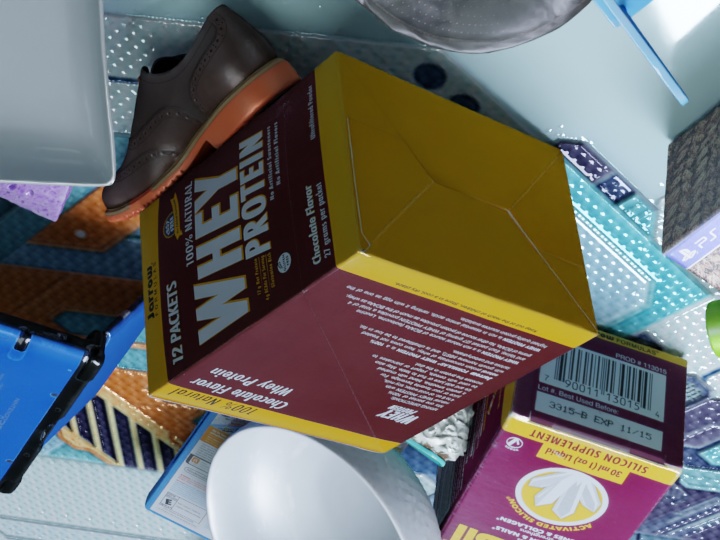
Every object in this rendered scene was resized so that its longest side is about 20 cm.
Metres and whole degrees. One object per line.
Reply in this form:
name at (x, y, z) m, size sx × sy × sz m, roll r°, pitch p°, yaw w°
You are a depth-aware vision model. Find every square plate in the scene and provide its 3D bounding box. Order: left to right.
square plate at (-0.241, -0.153, 0.970) m, size 0.195 × 0.028 × 0.203 m, roll 2°, pitch 105°, yaw 9°

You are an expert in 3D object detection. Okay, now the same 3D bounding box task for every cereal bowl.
cereal bowl at (-0.017, 0.189, 1.214) m, size 0.198 × 0.083 × 0.202 m, roll 18°, pitch 120°, yaw 34°

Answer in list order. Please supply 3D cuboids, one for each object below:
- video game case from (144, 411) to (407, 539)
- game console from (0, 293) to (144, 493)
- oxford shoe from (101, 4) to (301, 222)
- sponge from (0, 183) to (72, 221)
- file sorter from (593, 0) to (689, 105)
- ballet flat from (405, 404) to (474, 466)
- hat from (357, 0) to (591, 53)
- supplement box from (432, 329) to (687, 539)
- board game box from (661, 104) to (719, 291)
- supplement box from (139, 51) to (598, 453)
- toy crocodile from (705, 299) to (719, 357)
video game case at (-0.064, 0.152, 1.278) m, size 0.142 × 0.018 × 0.201 m, roll 29°, pitch 123°, yaw -13°
game console at (-0.241, 0.061, 1.170) m, size 0.169 × 0.119 × 0.200 m, roll 20°, pitch 137°, yaw -21°
oxford shoe at (-0.116, -0.097, 1.041) m, size 0.073 × 0.071 × 0.200 m, roll 52°, pitch 132°, yaw -1°
sponge at (-0.275, -0.113, 1.078) m, size 0.198 × 0.030 × 0.112 m, roll 24°, pitch 137°, yaw -10°
file sorter at (0.176, -0.197, 0.746) m, size 0.199 × 0.123 × 0.139 m, roll -37°, pitch 125°, yaw 14°
ballet flat at (-0.005, 0.069, 1.174) m, size 0.198 × 0.072 × 0.072 m, roll 29°, pitch 137°, yaw 0°
hat at (0.066, -0.218, 0.840) m, size 0.198 × 0.081 × 0.202 m, roll -5°, pitch 130°, yaw -6°
supplement box at (0.138, 0.139, 1.182) m, size 0.129 × 0.104 × 0.201 m, roll 17°, pitch 138°, yaw -5°
board game box at (0.305, -0.035, 0.958) m, size 0.199 × 0.098 × 0.159 m, roll 30°, pitch 135°, yaw -18°
supplement box at (0.000, 0.000, 1.005) m, size 0.196 × 0.134 × 0.199 m, roll 18°, pitch 142°, yaw -38°
toy crocodile at (0.283, 0.052, 1.092) m, size 0.067 × 0.062 × 0.201 m, roll -15°, pitch 126°, yaw 28°
